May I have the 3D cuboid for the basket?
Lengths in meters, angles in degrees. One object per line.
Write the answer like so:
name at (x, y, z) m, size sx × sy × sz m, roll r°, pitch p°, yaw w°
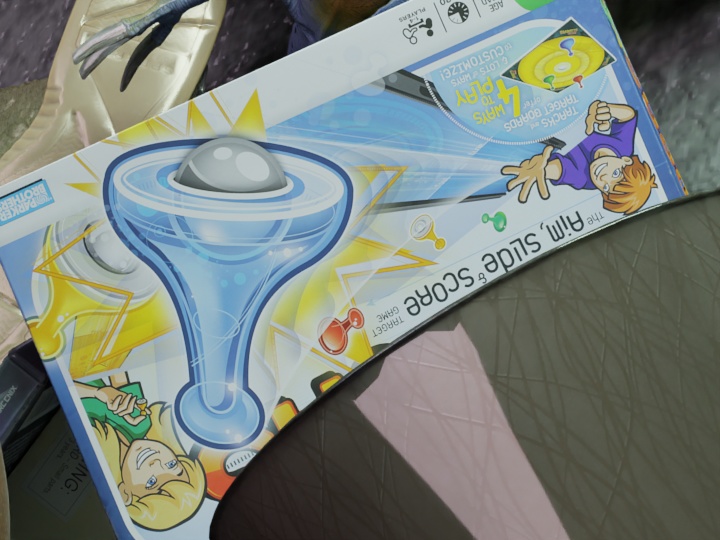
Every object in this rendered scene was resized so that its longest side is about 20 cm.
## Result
basket at (0.083, 0.109, 0.659) m, size 0.180 × 0.136 × 0.200 m, roll -30°, pitch 66°, yaw 2°

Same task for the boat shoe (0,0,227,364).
boat shoe at (-0.102, -0.027, 0.980) m, size 0.072 × 0.065 × 0.201 m, roll 18°, pitch 72°, yaw 10°

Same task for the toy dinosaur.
toy dinosaur at (0.010, -0.086, 0.905) m, size 0.200 × 0.105 × 0.181 m, roll -34°, pitch 0°, yaw 1°

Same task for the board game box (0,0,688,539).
board game box at (0.000, 0.000, 0.801) m, size 0.199 × 0.034 × 0.136 m, roll -24°, pitch 89°, yaw 11°

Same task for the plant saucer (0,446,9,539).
plant saucer at (-0.172, 0.087, 0.839) m, size 0.200 × 0.037 × 0.201 m, roll -7°, pitch 78°, yaw 39°

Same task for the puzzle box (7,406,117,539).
puzzle box at (-0.039, 0.079, 0.859) m, size 0.133 × 0.025 × 0.200 m, roll 38°, pitch 92°, yaw 9°

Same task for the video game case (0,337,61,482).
video game case at (-0.136, 0.091, 0.917) m, size 0.200 × 0.019 × 0.143 m, roll -54°, pitch -6°, yaw 20°

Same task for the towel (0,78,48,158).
towel at (-0.148, -0.011, 1.085) m, size 0.200 × 0.036 × 0.149 m, roll -12°, pitch 56°, yaw 41°
